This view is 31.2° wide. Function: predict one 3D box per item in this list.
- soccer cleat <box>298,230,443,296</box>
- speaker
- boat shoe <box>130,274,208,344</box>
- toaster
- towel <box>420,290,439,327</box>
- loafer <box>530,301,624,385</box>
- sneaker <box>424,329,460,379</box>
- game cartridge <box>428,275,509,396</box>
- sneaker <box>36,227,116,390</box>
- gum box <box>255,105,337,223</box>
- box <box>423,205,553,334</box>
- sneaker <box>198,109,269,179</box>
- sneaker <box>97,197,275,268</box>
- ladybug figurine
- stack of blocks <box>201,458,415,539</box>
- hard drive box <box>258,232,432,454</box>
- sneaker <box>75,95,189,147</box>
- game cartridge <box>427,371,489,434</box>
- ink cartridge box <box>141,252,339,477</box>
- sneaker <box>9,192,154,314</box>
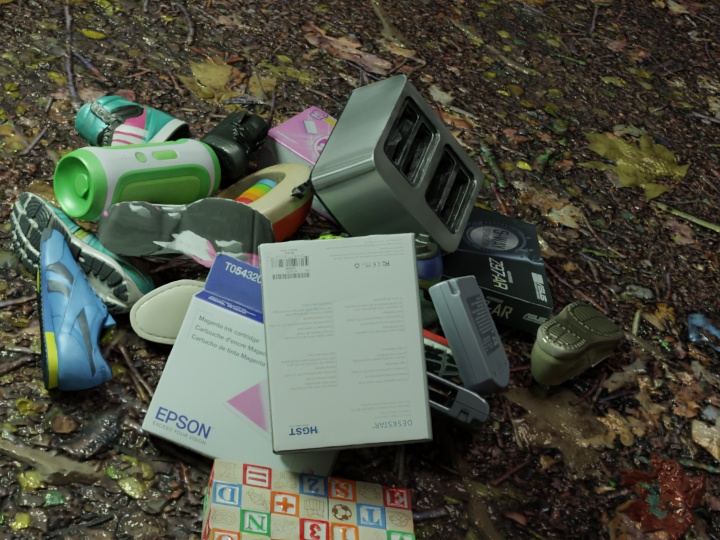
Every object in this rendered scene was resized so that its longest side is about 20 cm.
[{"bbox_3d":[0.000,0.000,1.523,0.198,0.084,0.065,1,26,16],"label":"soccer cleat"},{"bbox_3d":[-0.258,-0.107,1.508,0.088,0.089,0.199,40,31,26],"label":"speaker"},{"bbox_3d":[-0.168,0.038,1.451,0.198,0.073,0.059,-15,5,-25],"label":"boat shoe"},{"bbox_3d":[0.041,-0.112,1.573,0.181,0.118,0.201,47,48,-26],"label":"toaster"},{"bbox_3d":[0.042,0.021,1.599,0.199,0.022,0.147,-20,52,-43],"label":"towel"},{"bbox_3d":[0.256,0.091,1.567,0.076,0.069,0.199,40,25,24],"label":"loafer"},{"bbox_3d":[0.034,0.057,1.471,0.198,0.077,0.085,23,54,7],"label":"sneaker"},{"bbox_3d":[0.126,0.073,1.444,0.134,0.040,0.200,66,11,5],"label":"game cartridge"},{"bbox_3d":[-0.303,0.040,1.369,0.078,0.066,0.201,-3,53,-17],"label":"sneaker"},{"bbox_3d":[-0.026,-0.129,1.719,0.199,0.067,0.113,34,40,19],"label":"gum box"},{"bbox_3d":[0.155,-0.012,1.648,0.159,0.044,0.201,17,32,-11],"label":"box"},{"bbox_3d":[-0.159,-0.168,1.650,0.104,0.060,0.199,-39,17,-17],"label":"sneaker"},{"bbox_3d":[-0.190,-0.045,1.456,0.198,0.081,0.086,10,0,-2],"label":"sneaker"},{"bbox_3d":[-0.124,-0.068,1.571,0.135,0.073,0.200,-1,28,39],"label":"ladybug figurine"},{"bbox_3d":[-0.050,0.255,1.225,0.198,0.059,0.116,10,37,-12],"label":"stack of blocks"},{"bbox_3d":[-0.016,0.073,1.257,0.154,0.077,0.202,-4,81,-2],"label":"hard drive box"},{"bbox_3d":[-0.315,-0.155,1.613,0.120,0.084,0.200,26,38,13],"label":"sneaker"},{"bbox_3d":[0.044,0.120,1.392,0.198,0.042,0.133,24,-4,6],"label":"game cartridge"},{"bbox_3d":[-0.096,0.104,1.310,0.195,0.202,0.043,20,-7,3],"label":"ink cartridge box"},{"bbox_3d":[-0.319,-0.016,1.462,0.199,0.078,0.080,37,21,16],"label":"sneaker"}]
